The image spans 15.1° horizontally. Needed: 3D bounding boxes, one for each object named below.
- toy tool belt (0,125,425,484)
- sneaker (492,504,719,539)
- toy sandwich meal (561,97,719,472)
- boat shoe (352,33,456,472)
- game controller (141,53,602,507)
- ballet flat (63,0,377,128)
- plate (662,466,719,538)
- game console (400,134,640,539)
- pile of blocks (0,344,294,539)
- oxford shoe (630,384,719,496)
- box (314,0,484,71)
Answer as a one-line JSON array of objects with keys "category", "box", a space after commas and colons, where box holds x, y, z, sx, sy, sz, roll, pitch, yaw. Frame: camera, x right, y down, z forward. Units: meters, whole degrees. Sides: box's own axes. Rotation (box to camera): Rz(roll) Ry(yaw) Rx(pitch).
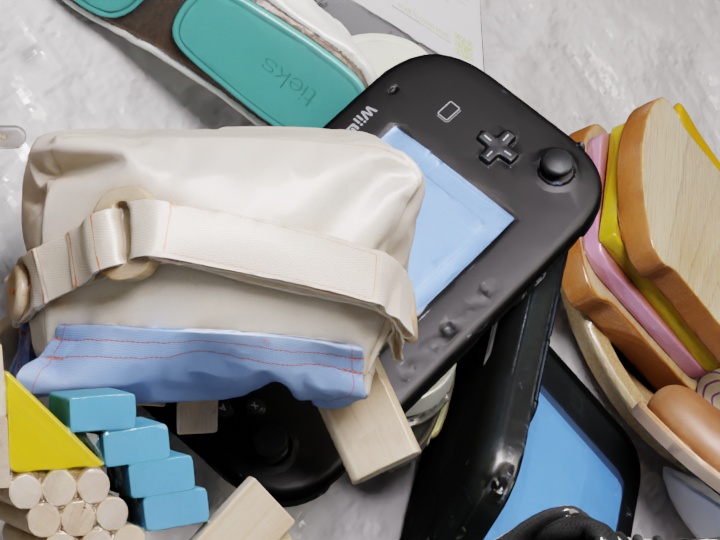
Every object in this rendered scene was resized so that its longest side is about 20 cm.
[{"category": "toy tool belt", "box": [-0.076, 0.014, 0.935, 0.125, 0.199, 0.124, -142, -127, -81]}, {"category": "sneaker", "box": [0.094, 0.126, 0.992, 0.199, 0.088, 0.076, -12, 44, -32]}, {"category": "toy sandwich meal", "box": [0.166, 0.007, 1.291, 0.205, 0.070, 0.206, 30, 44, -34]}, {"category": "boat shoe", "box": [0.007, -0.011, 1.119, 0.072, 0.060, 0.203, 1, 50, -3]}, {"category": "game controller", "box": [0.000, 0.000, 1.034, 0.104, 0.042, 0.200, 42, 65, 10]}, {"category": "ballet flat", "box": [-0.075, -0.122, 1.087, 0.200, 0.069, 0.070, 38, 41, -16]}, {"category": "plate", "box": [0.254, 0.168, 1.256, 0.199, 0.032, 0.199, 22, 8, -42]}, {"category": "game console", "box": [0.086, 0.079, 1.118, 0.116, 0.176, 0.201, 21, 45, -6]}, {"category": "pile of blocks", "box": [-0.078, 0.089, 0.908, 0.082, 0.062, 0.200, -43, 109, -16]}, {"category": "oxford shoe", "box": [0.215, 0.095, 1.205, 0.199, 0.072, 0.071, 28, 8, 0]}, {"category": "box", "box": [-0.005, -0.188, 1.242, 0.144, 0.036, 0.201, 29, 49, -39]}]
